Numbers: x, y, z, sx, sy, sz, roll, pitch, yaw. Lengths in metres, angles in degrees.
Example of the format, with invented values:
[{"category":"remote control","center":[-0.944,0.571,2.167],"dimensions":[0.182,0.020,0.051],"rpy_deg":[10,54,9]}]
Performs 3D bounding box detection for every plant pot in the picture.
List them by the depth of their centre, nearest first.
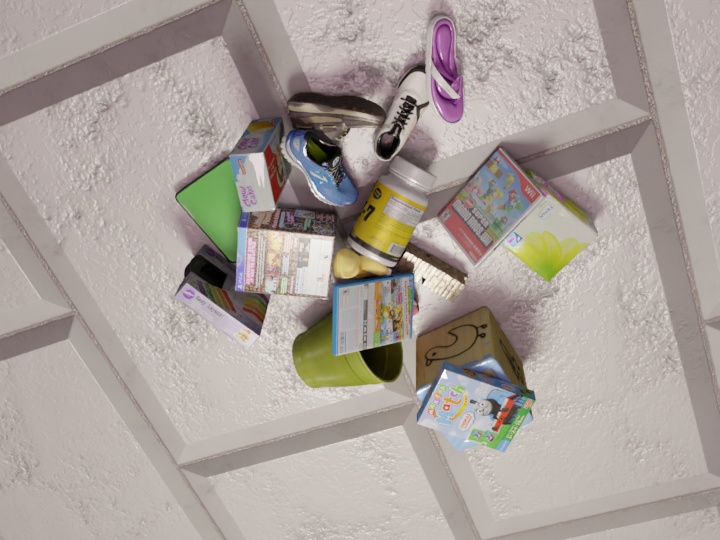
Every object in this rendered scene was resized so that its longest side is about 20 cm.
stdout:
[{"category":"plant pot","center":[-0.039,0.174,1.696],"dimensions":[0.193,0.201,0.201],"rpy_deg":[-22,116,29]}]

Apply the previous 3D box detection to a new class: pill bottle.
[{"category":"pill bottle","center":[0.065,-0.120,1.538],"dimensions":[0.114,0.114,0.200],"rpy_deg":[26,100,-10]}]

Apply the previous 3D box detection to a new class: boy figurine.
[{"category":"boy figurine","center":[0.000,0.000,1.584],"dimensions":[0.124,0.200,0.065],"rpy_deg":[2,81,17]}]

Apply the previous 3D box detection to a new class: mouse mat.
[{"category":"mouse mat","center":[-0.273,-0.123,1.627],"dimensions":[0.161,0.008,0.200],"rpy_deg":[-30,114,19]}]

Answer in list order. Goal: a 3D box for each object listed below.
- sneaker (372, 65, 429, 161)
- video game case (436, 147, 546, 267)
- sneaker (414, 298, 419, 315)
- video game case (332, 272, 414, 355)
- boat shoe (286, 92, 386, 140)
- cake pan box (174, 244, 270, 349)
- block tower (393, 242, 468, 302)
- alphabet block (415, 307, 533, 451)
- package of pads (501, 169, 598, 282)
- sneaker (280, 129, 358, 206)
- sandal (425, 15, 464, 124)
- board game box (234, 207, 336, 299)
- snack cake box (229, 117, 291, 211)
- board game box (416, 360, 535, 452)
[{"category":"sneaker","center":[0.084,-0.295,1.481],"dimensions":[0.074,0.080,0.200],"rpy_deg":[23,116,-6]},{"category":"video game case","center":[0.257,-0.125,1.541],"dimensions":[0.017,0.143,0.200],"rpy_deg":[6,132,-52]},{"category":"sneaker","center":[0.051,0.091,1.649],"dimensions":[0.074,0.200,0.087],"rpy_deg":[-2,78,40]},{"category":"video game case","center":[0.028,0.086,1.562],"dimensions":[0.200,0.018,0.144],"rpy_deg":[-8,106,-37]},{"category":"boat shoe","center":[-0.045,-0.294,1.487],"dimensions":[0.199,0.075,0.074],"rpy_deg":[13,126,18]},{"category":"cake pan box","center":[-0.290,0.051,1.638],"dimensions":[0.200,0.184,0.052],"rpy_deg":[39,110,-15]},{"category":"block tower","center":[0.135,-0.004,1.648],"dimensions":[0.200,0.058,0.054],"rpy_deg":[28,117,-12]},{"category":"alphabet block","center":[0.245,0.237,1.690],"dimensions":[0.195,0.200,0.197],"rpy_deg":[-26,114,16]},{"category":"package of pads","center":[0.366,-0.093,1.576],"dimensions":[0.200,0.068,0.155],"rpy_deg":[36,116,-16]},{"category":"sneaker","center":[-0.067,-0.199,1.516],"dimensions":[0.089,0.079,0.200],"rpy_deg":[1,146,48]},{"category":"sandal","center":[0.161,-0.367,1.432],"dimensions":[0.082,0.050,0.203],"rpy_deg":[-27,118,-23]},{"category":"board game box","center":[-0.156,-0.039,1.611],"dimensions":[0.199,0.097,0.160],"rpy_deg":[6,124,-5]},{"category":"snack cake box","center":[-0.187,-0.206,1.479],"dimensions":[0.067,0.200,0.115],"rpy_deg":[-4,118,7]},{"category":"board game box","center":[0.234,0.281,1.580],"dimensions":[0.199,0.037,0.152],"rpy_deg":[19,118,-6]}]
